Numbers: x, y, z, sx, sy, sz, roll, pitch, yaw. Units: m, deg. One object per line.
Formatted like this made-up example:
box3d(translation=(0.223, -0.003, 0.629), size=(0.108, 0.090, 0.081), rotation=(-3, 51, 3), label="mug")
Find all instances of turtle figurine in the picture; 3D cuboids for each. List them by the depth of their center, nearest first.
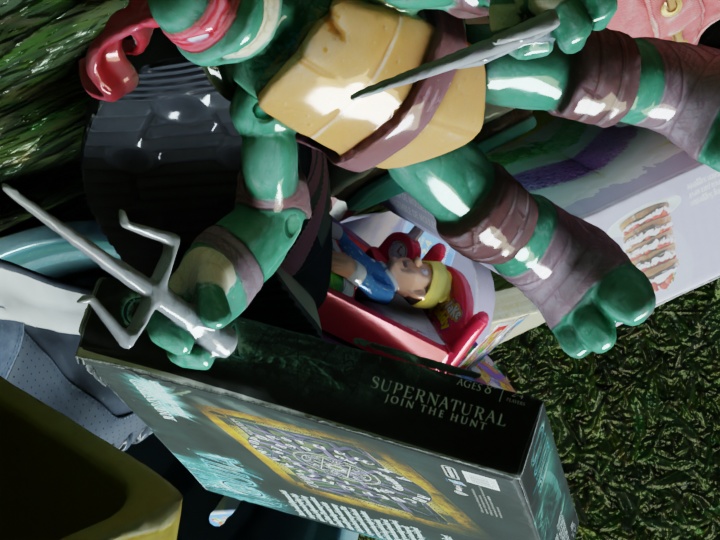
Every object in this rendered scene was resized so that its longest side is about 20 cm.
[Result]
box3d(translation=(0.010, -0.044, 0.666), size=(0.200, 0.101, 0.150), rotation=(16, 135, -39), label="turtle figurine")

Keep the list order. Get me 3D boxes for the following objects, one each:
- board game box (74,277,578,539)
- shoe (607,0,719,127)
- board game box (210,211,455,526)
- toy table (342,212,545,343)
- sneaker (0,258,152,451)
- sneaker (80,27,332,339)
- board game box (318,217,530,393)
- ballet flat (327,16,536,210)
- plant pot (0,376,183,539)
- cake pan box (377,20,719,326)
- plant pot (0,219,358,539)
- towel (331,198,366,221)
box3d(translation=(-0.003, 0.056, 0.812), size=(0.135, 0.028, 0.200), rotation=(15, 167, 11), label="board game box")
box3d(translation=(0.105, -0.099, 0.835), size=(0.091, 0.072, 0.200), rotation=(-21, 172, 15), label="shoe")
box3d(translation=(-0.038, 0.054, 1.242), size=(0.037, 0.151, 0.200), rotation=(28, 160, -26), label="board game box")
box3d(translation=(0.011, 0.047, 1.463), size=(0.200, 0.184, 0.117), rotation=(-14, 166, 30), label="toy table")
box3d(translation=(-0.112, 0.074, 0.869), size=(0.077, 0.146, 0.202), rotation=(-1, 171, 33), label="sneaker")
box3d(translation=(-0.045, -0.041, 0.803), size=(0.070, 0.082, 0.200), rotation=(3, 156, 3), label="sneaker")
box3d(translation=(0.000, 0.000, 0.973), size=(0.039, 0.158, 0.200), rotation=(-51, 171, 16), label="board game box")
box3d(translation=(0.016, -0.062, 0.829), size=(0.069, 0.069, 0.200), rotation=(-25, -179, -7), label="ballet flat")
box3d(translation=(-0.178, 0.137, 0.672), size=(0.195, 0.200, 0.194), rotation=(-23, -144, -38), label="plant pot")
box3d(translation=(0.118, -0.059, 0.966), size=(0.200, 0.052, 0.184), rotation=(-23, -151, -19), label="cake pan box")
box3d(translation=(-0.102, 0.076, 1.061), size=(0.200, 0.200, 0.196), rotation=(-26, -176, -1), label="plant pot")
box3d(translation=(0.040, -0.068, 1.170), size=(0.200, 0.023, 0.144), rotation=(-26, 174, -14), label="towel")
